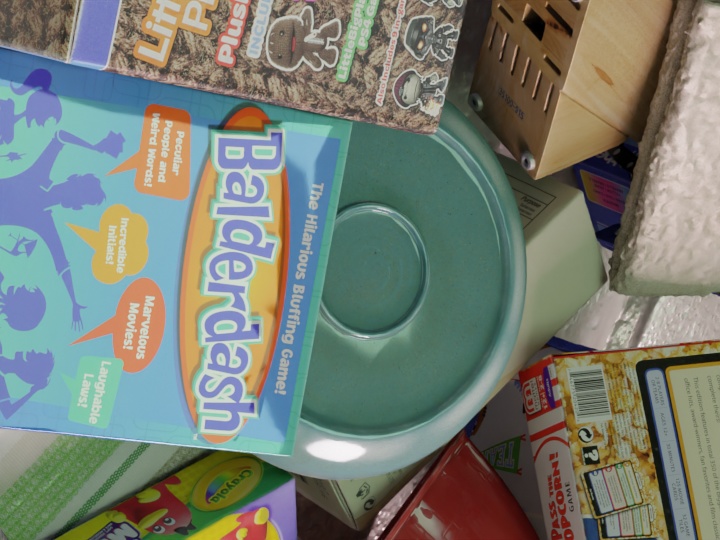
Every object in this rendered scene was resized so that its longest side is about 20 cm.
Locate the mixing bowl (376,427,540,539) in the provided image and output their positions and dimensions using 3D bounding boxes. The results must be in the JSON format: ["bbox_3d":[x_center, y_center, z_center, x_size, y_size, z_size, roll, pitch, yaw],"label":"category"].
[{"bbox_3d":[0.038,0.195,1.026,0.201,0.108,0.200,-54,176,-6],"label":"mixing bowl"}]

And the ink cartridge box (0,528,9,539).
[{"bbox_3d":[-0.177,0.170,0.736,0.147,0.082,0.201,-79,148,-53],"label":"ink cartridge box"}]

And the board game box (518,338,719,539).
[{"bbox_3d":[0.193,0.113,1.018,0.198,0.046,0.153,-4,77,-21],"label":"board game box"}]

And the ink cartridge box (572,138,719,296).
[{"bbox_3d":[0.222,-0.062,1.133,0.200,0.136,0.077,-44,132,-20],"label":"ink cartridge box"}]

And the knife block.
[{"bbox_3d":[0.147,-0.127,0.994,0.175,0.064,0.201,-25,148,-26],"label":"knife block"}]

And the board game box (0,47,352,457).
[{"bbox_3d":[-0.109,-0.007,0.809,0.199,0.045,0.154,8,93,-32],"label":"board game box"}]

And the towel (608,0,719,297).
[{"bbox_3d":[0.206,-0.066,0.983,0.131,0.035,0.201,0,131,-13],"label":"towel"}]

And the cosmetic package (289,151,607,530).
[{"bbox_3d":[0.025,0.028,1.011,0.200,0.103,0.073,-42,134,-20],"label":"cosmetic package"}]

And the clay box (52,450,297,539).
[{"bbox_3d":[-0.118,0.174,0.905,0.199,0.047,0.116,-28,132,-33],"label":"clay box"}]

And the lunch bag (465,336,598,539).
[{"bbox_3d":[0.136,0.154,1.130,0.123,0.169,0.202,8,102,-50],"label":"lunch bag"}]

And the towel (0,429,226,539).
[{"bbox_3d":[-0.135,0.098,0.899,0.149,0.031,0.200,-45,140,-14],"label":"towel"}]

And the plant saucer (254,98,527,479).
[{"bbox_3d":[0.000,0.000,0.918,0.199,0.027,0.202,0,90,-26],"label":"plant saucer"}]

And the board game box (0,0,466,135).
[{"bbox_3d":[-0.078,-0.128,0.787,0.199,0.159,0.098,7,98,-45],"label":"board game box"}]
